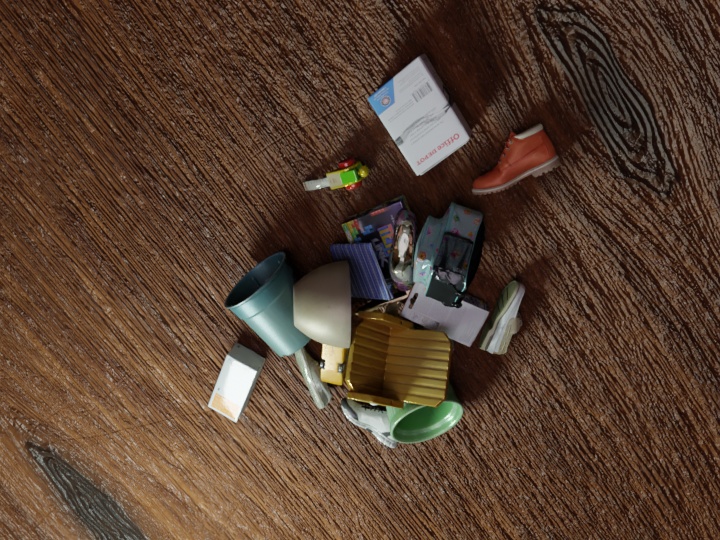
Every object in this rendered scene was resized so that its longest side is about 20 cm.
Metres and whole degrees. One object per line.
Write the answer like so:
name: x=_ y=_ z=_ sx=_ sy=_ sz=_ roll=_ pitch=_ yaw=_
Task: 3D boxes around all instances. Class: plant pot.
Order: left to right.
plant pot: x=-0.211 y=0.096 z=1.546 sx=0.197 sy=0.202 sz=0.198 roll=-28 pitch=111 yaw=24
plant pot: x=-0.093 y=0.082 z=1.437 sx=0.129 sy=0.202 sz=0.207 roll=-2 pitch=114 yaw=-5

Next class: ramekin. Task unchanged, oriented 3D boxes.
ramekin: x=0.156 y=0.344 z=1.549 sx=0.193 sy=0.100 sz=0.203 roll=-12 pitch=140 yaw=-10

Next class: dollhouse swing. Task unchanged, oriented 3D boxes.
dollhouse swing: x=0.092 y=0.213 z=1.414 sx=0.172 sy=0.179 sz=0.207 roll=-2 pitch=73 yaw=43

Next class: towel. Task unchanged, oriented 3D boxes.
towel: x=0.000 y=0.000 z=1.469 sx=0.198 sy=0.023 sz=0.149 roll=2 pitch=118 yaw=59

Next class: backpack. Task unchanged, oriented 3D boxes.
backpack: x=0.200 y=-0.046 z=1.360 sx=0.150 sy=0.204 sz=0.177 roll=24 pitch=162 yaw=13

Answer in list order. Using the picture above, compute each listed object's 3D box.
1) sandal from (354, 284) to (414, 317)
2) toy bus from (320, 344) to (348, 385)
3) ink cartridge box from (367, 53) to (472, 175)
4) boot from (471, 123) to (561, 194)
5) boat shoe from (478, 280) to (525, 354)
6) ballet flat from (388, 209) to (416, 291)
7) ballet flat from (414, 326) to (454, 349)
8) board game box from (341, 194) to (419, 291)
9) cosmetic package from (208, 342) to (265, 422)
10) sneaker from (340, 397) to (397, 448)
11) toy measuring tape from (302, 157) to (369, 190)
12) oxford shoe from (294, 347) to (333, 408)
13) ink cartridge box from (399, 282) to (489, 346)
sandal: x=0.087 y=0.093 z=1.518 sx=0.207 sy=0.078 sz=0.071 roll=-27 pitch=98 yaw=19
toy bus: x=-0.064 y=0.202 z=1.605 sx=0.063 sy=0.079 sz=0.206 roll=10 pitch=115 yaw=11
ink cartridge box: x=0.131 y=-0.335 z=1.317 sx=0.142 sy=0.085 sz=0.203 roll=-30 pitch=101 yaw=25
boot: x=0.322 y=-0.238 z=1.319 sx=0.195 sy=0.075 sz=0.110 roll=-24 pitch=102 yaw=14
boat shoe: x=0.353 y=0.115 z=1.462 sx=0.066 sy=0.075 sz=0.204 roll=20 pitch=124 yaw=-1
ballet flat: x=0.097 y=-0.036 z=1.402 sx=0.067 sy=0.072 sz=0.207 roll=7 pitch=115 yaw=9
ballet flat: x=0.144 y=0.164 z=1.534 sx=0.193 sy=0.072 sz=0.066 roll=9 pitch=144 yaw=3
board game box: x=0.067 y=-0.055 z=1.471 sx=0.161 sy=0.057 sz=0.205 roll=-18 pitch=107 yaw=23
cosmetic package: x=-0.355 y=0.321 z=1.740 sx=0.099 sy=0.072 sz=0.204 roll=26 pitch=116 yaw=3
sneaker: x=0.035 y=0.401 z=1.678 sx=0.197 sy=0.074 sz=0.081 roll=33 pitch=103 yaw=-5
toy measuring tape: x=-0.051 y=-0.223 z=1.441 sx=0.196 sy=0.073 sz=0.076 roll=-5 pitch=114 yaw=42
oxford shoe: x=-0.129 y=0.278 z=1.672 sx=0.057 sy=0.075 sz=0.205 roll=-25 pitch=98 yaw=-17
ink cartridge box: x=0.204 y=0.095 z=1.488 sx=0.195 sy=0.051 sz=0.111 roll=23 pitch=117 yaw=-4
